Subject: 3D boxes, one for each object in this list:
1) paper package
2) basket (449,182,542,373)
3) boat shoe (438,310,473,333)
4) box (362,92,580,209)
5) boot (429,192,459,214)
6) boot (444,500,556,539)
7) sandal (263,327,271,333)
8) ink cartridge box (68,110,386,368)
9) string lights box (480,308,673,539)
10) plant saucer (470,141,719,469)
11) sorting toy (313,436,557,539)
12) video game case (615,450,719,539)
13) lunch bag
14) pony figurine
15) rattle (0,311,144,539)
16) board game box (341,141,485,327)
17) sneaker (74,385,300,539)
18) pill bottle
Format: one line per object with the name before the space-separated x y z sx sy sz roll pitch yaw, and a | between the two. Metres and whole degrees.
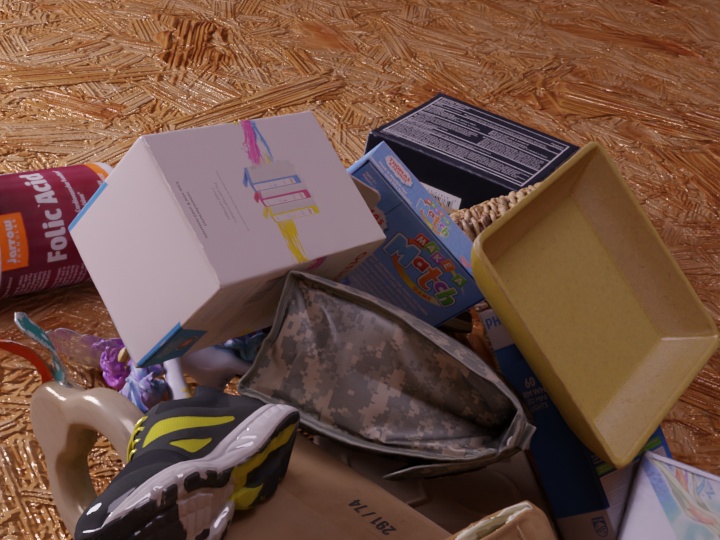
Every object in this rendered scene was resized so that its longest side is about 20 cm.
paper package | -0.030 0.221 0.740 0.199 0.104 0.190 28 30 28
basket | 0.153 0.027 1.078 0.148 0.201 0.143 -22 1 -14
boat shoe | 0.043 0.007 1.117 0.199 0.072 0.072 25 -12 -37
box | 0.127 -0.102 1.369 0.199 0.124 0.198 25 31 19
boot | 0.113 -0.040 1.181 0.155 0.200 0.073 3 69 16
boot | 0.138 0.233 0.700 0.175 0.066 0.201 -20 84 -44
sandal | -0.070 0.038 1.107 0.200 0.075 0.048 -14 59 -28
ink cartridge box | -0.092 -0.030 0.888 0.200 0.128 0.126 -17 73 -47
string lights box | 0.183 0.111 0.944 0.102 0.059 0.201 -14 81 -41
plant saucer | 0.176 0.025 0.903 0.200 0.048 0.200 -37 96 -42
sorting toy | 0.052 0.163 0.957 0.184 0.037 0.200 6 33 -11
video game case | 0.279 0.240 0.838 0.199 0.022 0.183 19 53 12
lunch bag | 0.034 0.094 0.859 0.199 0.118 0.164 22 -4 14
pony figurine | -0.156 0.064 0.952 0.192 0.167 0.200 18 34 -21
rattle | -0.165 0.107 0.837 0.142 0.130 0.200 -23 62 -31
board game box | 0.000 0.000 0.997 0.151 0.200 0.037 48 43 -10
sneaker | -0.115 0.127 0.706 0.084 0.075 0.200 18 18 22
pill bottle | -0.320 -0.034 1.077 0.199 0.115 0.114 -13 37 -39
